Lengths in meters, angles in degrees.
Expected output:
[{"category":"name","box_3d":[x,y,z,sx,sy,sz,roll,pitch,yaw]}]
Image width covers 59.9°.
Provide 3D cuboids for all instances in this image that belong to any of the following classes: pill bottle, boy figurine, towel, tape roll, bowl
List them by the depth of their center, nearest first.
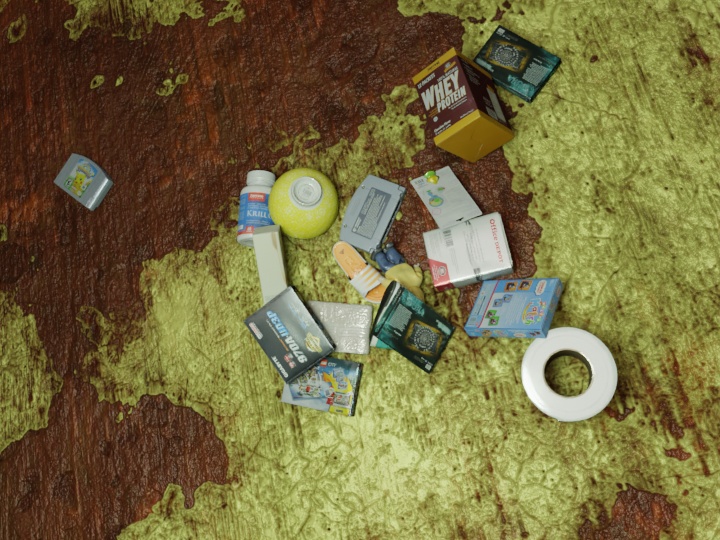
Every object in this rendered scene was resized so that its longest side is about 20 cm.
[{"category":"tape roll","box_3d":[0.468,0.237,1.410,0.200,0.139,0.205,-4,75,16]},{"category":"boy figurine","box_3d":[0.110,0.020,1.611,0.123,0.065,0.201,-25,68,-25]},{"category":"towel","box_3d":[-0.066,0.150,1.660,0.197,0.034,0.134,2,78,18]},{"category":"bowl","box_3d":[-0.149,-0.196,1.690,0.197,0.108,0.203,2,77,-10]},{"category":"pill bottle","box_3d":[-0.287,-0.174,1.767,0.111,0.112,0.203,-3,77,17]}]

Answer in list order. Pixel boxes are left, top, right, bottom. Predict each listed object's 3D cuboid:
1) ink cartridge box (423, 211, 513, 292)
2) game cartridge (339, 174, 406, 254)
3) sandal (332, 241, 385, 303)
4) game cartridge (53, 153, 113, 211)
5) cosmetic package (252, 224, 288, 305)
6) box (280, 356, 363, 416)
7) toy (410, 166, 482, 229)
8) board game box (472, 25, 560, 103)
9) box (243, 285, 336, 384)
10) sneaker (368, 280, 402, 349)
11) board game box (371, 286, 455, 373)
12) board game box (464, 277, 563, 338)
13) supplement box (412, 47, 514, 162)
[{"category":"ink cartridge box","box_3d":[0.272,-0.043,1.570,0.198,0.083,0.149,-14,73,15]},{"category":"game cartridge","box_3d":[0.027,-0.154,1.702,0.132,0.041,0.202,23,85,26]},{"category":"sandal","box_3d":[-0.006,0.006,1.648,0.079,0.059,0.207,-46,79,6]},{"category":"game cartridge","box_3d":[-0.901,-0.296,2.037,0.199,0.040,0.134,32,85,22]},{"category":"cosmetic package","box_3d":[-0.235,-0.012,1.666,0.070,0.105,0.203,-8,107,-3]},{"category":"box","box_3d":[-0.100,0.294,1.634,0.198,0.038,0.138,8,79,19]},{"category":"toy","box_3d":[0.219,-0.180,1.620,0.114,0.047,0.201,-21,53,-5]},{"category":"board game box","box_3d":[0.410,-0.551,1.667,0.199,0.028,0.136,38,91,21]},{"category":"box","box_3d":[-0.182,0.164,1.614,0.158,0.046,0.201,-35,89,6]},{"category":"sneaker","box_3d":[0.102,0.123,1.553,0.119,0.084,0.202,15,125,-5]},{"category":"board game box","box_3d":[0.133,0.146,1.516,0.136,0.199,0.028,-58,32,-9]},{"category":"board game box","box_3d":[0.357,0.087,1.463,0.199,0.037,0.152,-4,46,44]},{"category":"supplement box","box_3d":[0.262,-0.412,1.583,0.132,0.196,0.202,-29,68,33]}]
